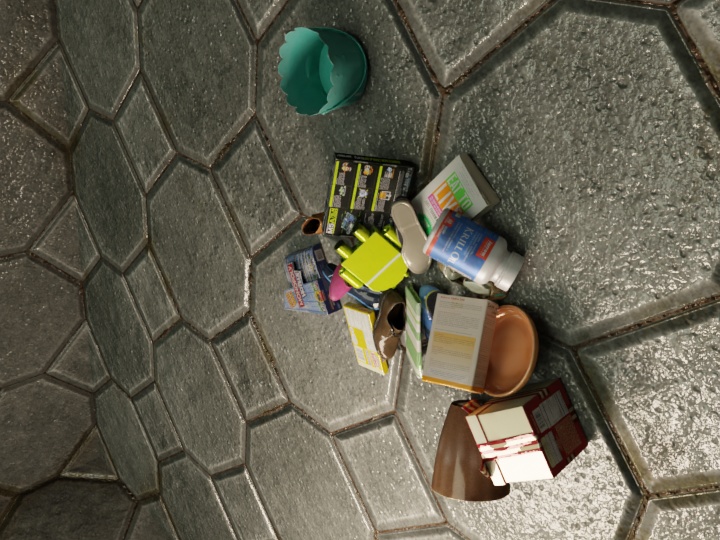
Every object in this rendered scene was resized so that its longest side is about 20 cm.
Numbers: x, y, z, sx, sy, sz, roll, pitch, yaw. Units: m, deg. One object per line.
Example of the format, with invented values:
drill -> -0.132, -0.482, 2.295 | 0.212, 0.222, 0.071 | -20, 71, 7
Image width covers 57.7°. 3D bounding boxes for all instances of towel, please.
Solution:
towel -> 0.135, 0.148, 1.610 | 0.153, 0.023, 0.202 | -110, 17, -72

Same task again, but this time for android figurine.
android figurine -> 0.036, -0.027, 1.606 | 0.182, 0.200, 0.041 | -44, 27, 17

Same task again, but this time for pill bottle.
pill bottle -> 0.243, -0.040, 1.393 | 0.199, 0.112, 0.113 | 29, 127, 8

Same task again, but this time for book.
book -> 0.205, -0.153, 1.474 | 0.134, 0.048, 0.200 | 60, 140, 12

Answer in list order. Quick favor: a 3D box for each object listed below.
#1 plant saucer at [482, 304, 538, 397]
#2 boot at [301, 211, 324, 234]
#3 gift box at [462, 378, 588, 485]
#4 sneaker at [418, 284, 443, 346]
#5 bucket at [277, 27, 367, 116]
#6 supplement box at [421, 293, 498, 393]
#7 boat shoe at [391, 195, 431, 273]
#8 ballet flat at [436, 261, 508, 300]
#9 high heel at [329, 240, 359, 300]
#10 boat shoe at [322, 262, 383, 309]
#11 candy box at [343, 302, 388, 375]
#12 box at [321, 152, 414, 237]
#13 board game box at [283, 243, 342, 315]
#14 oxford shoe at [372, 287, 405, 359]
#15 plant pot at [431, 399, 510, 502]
plant saucer -> 0.318, 0.176, 1.424 | 0.200, 0.037, 0.201 | -37, 46, 50
boot -> -0.047, -0.146, 1.648 | 0.199, 0.155, 0.077 | -24, 82, 48
gift box -> 0.339, 0.347, 1.409 | 0.186, 0.199, 0.186 | -28, 79, 49
sneaker -> 0.181, 0.130, 1.596 | 0.078, 0.066, 0.201 | -147, 43, -66
bucket -> -0.088, -0.484, 1.582 | 0.206, 0.134, 0.209 | 20, 119, 40
supplement box -> 0.221, 0.159, 1.447 | 0.125, 0.073, 0.202 | 8, 82, 35
boat shoe -> 0.122, -0.087, 1.551 | 0.072, 0.063, 0.201 | -17, 119, 9
ballet flat -> 0.240, 0.011, 1.478 | 0.199, 0.065, 0.071 | 26, 120, 38
high heel -> 0.000, 0.000, 1.660 | 0.096, 0.200, 0.067 | 24, 162, 46
boat shoe -> -0.008, 0.026, 1.746 | 0.199, 0.084, 0.069 | 30, 118, 16
candy box -> 0.015, 0.185, 1.772 | 0.102, 0.026, 0.201 | 14, 128, 42
box -> 0.015, -0.172, 1.559 | 0.048, 0.192, 0.201 | -103, 21, -58
board game box -> -0.165, 0.042, 1.913 | 0.199, 0.061, 0.201 | -17, 92, 47
oxford shoe -> 0.077, 0.151, 1.677 | 0.084, 0.072, 0.201 | -127, 35, -57
plant pot -> 0.261, 0.414, 1.546 | 0.186, 0.186, 0.202 | 0, 90, 46
